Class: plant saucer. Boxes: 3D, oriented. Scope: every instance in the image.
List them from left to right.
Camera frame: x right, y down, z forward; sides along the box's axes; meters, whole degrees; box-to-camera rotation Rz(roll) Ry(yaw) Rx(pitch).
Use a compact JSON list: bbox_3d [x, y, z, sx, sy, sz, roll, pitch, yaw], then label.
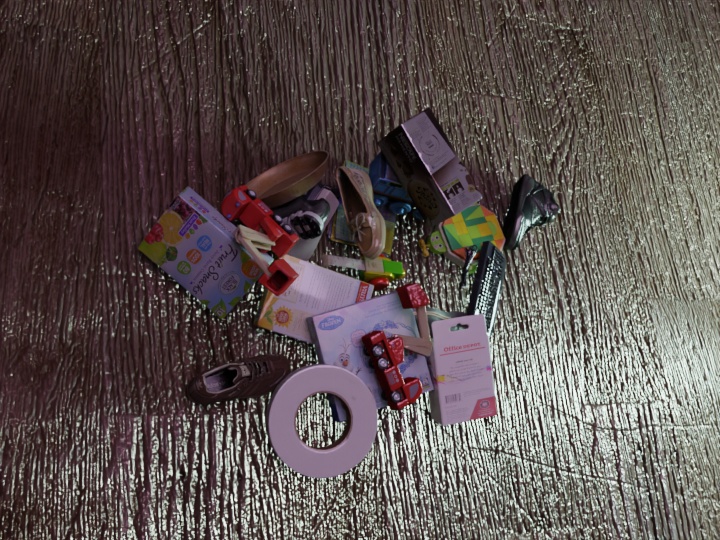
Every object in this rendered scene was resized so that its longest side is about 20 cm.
[{"bbox_3d":[-0.144,-0.166,1.650,0.200,0.200,0.036,-40,116,-33],"label":"plant saucer"}]

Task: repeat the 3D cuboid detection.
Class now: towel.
[{"bbox_3d":[0.012,-0.127,1.794,0.143,0.023,0.201,20,62,-17],"label":"towel"}]

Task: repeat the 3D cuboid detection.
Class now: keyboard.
[{"bbox_3d":[0.250,0.025,1.786,0.127,0.021,0.201,35,55,-29],"label":"keyboard"}]

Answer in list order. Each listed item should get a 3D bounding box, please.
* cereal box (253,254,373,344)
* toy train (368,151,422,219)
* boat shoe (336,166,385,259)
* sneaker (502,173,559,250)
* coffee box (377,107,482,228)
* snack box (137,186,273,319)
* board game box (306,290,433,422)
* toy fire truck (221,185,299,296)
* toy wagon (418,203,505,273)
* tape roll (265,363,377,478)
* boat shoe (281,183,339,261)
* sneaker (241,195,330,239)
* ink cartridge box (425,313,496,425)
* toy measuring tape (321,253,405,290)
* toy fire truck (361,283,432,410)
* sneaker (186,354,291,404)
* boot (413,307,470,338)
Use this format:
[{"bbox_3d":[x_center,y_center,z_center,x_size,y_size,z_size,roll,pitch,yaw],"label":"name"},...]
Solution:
[{"bbox_3d":[-0.086,0.065,1.630,0.199,0.040,0.144,21,81,-20],"label":"cereal box"},{"bbox_3d":[0.098,-0.169,1.773,0.199,0.114,0.087,15,63,-19],"label":"toy train"},{"bbox_3d":[-0.005,-0.112,1.684,0.063,0.073,0.201,14,49,-43],"label":"boat shoe"},{"bbox_3d":[0.385,-0.116,1.936,0.114,0.076,0.200,27,54,-6],"label":"sneaker"},{"bbox_3d":[0.132,-0.195,1.667,0.080,0.113,0.200,-33,94,-25],"label":"coffee box"},{"bbox_3d":[-0.276,-0.030,1.543,0.200,0.142,0.053,41,27,-6],"label":"snack box"},{"bbox_3d":[0.020,0.156,1.621,0.199,0.043,0.200,-15,92,-21],"label":"board game box"},{"bbox_3d":[-0.176,-0.057,1.505,0.200,0.049,0.141,44,25,2],"label":"toy fire truck"},{"bbox_3d":[0.218,-0.069,1.858,0.199,0.040,0.156,-13,75,-30],"label":"toy wagon"},{"bbox_3d":[-0.068,0.266,1.542,0.202,0.037,0.204,1,86,-16],"label":"tape roll"},{"bbox_3d":[-0.127,-0.087,1.692,0.093,0.075,0.200,24,74,32],"label":"boat shoe"},{"bbox_3d":[-0.134,-0.096,1.620,0.067,0.200,0.091,60,44,-29],"label":"sneaker"},{"bbox_3d":[0.188,0.185,1.668,0.116,0.067,0.201,-8,96,-15],"label":"ink cartridge box"},{"bbox_3d":[0.000,0.000,1.701,0.199,0.074,0.074,6,66,-32],"label":"toy measuring tape"},{"bbox_3d":[0.081,0.139,1.589,0.141,0.049,0.201,-24,95,-21],"label":"toy fire truck"},{"bbox_3d":[-0.203,0.190,1.525,0.199,0.076,0.071,-16,76,-30],"label":"sneaker"},{"bbox_3d":[0.142,0.149,1.713,0.199,0.077,0.139,4,72,-23],"label":"boot"}]
